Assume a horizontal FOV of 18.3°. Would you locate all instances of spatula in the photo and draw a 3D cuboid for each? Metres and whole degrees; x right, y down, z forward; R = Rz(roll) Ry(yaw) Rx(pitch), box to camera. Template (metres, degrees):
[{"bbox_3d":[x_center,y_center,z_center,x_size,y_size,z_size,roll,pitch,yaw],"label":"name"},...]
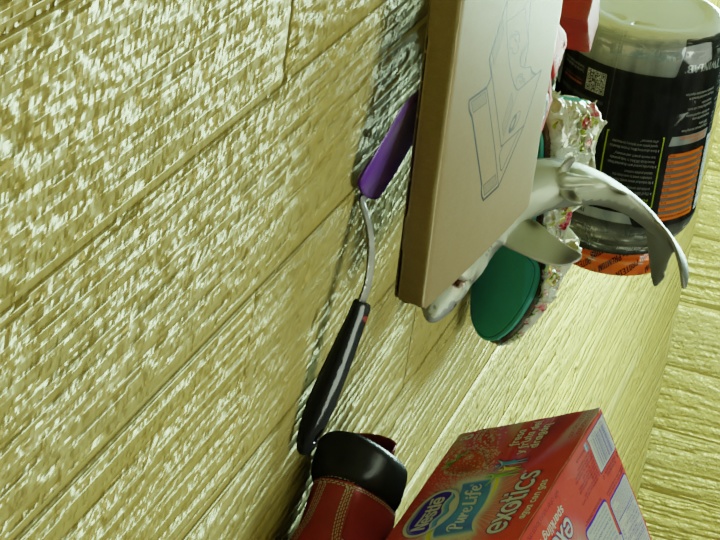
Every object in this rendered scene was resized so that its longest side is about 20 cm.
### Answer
[{"bbox_3d":[0.000,0.000,1.166,0.057,0.020,0.201,28,77,-76],"label":"spatula"}]

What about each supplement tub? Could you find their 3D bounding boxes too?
[{"bbox_3d":[0.202,-0.106,1.682,0.123,0.122,0.201,-53,154,-59],"label":"supplement tub"}]

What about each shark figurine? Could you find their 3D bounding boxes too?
[{"bbox_3d":[0.108,-0.036,1.415,0.089,0.213,0.129,-22,-104,57],"label":"shark figurine"}]

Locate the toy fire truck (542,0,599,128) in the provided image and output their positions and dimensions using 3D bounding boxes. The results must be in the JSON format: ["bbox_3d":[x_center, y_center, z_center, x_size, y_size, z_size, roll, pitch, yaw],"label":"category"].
[{"bbox_3d":[0.108,-0.165,1.385,0.200,0.048,0.142,78,29,-61],"label":"toy fire truck"}]

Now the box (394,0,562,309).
[{"bbox_3d":[0.070,-0.100,1.213,0.163,0.021,0.201,-40,141,-56],"label":"box"}]

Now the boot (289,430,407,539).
[{"bbox_3d":[-0.002,0.175,1.246,0.200,0.072,0.145,75,30,-58],"label":"boot"}]

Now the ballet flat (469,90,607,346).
[{"bbox_3d":[0.124,-0.033,1.500,0.064,0.076,0.201,-14,136,-28],"label":"ballet flat"}]

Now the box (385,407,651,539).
[{"bbox_3d":[0.076,0.170,1.189,0.103,0.094,0.200,66,32,-17],"label":"box"}]
